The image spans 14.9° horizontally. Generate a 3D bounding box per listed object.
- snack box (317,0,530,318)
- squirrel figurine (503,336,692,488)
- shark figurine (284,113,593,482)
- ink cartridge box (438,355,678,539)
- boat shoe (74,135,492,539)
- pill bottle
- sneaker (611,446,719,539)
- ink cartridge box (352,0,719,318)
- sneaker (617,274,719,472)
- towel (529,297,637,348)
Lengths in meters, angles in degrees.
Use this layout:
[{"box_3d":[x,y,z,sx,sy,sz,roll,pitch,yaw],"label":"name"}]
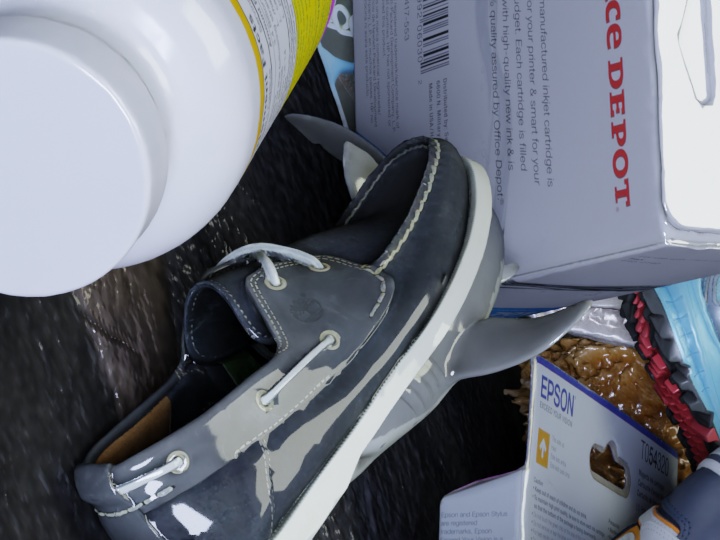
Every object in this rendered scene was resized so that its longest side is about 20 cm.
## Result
[{"box_3d":[0.029,-0.059,1.212,0.116,0.037,0.200,-34,106,-71],"label":"snack box"},{"box_3d":[0.160,0.057,1.260,0.200,0.141,0.187,-27,144,-48],"label":"squirrel figurine"},{"box_3d":[0.013,-0.015,0.994,0.090,0.128,0.215,53,23,-20],"label":"shark figurine"},{"box_3d":[0.079,0.152,1.096,0.196,0.043,0.200,34,55,-62],"label":"ink cartridge box"},{"box_3d":[-0.019,0.018,0.866,0.068,0.072,0.200,48,51,-17],"label":"boat shoe"},{"box_3d":[-0.072,-0.065,0.801,0.200,0.104,0.104,-65,135,-64],"label":"pill bottle"},{"box_3d":[0.133,0.132,1.084,0.078,0.079,0.200,45,-11,23],"label":"sneaker"},{"box_3d":[0.083,-0.065,1.068,0.086,0.200,0.147,4,80,-34],"label":"ink cartridge box"},{"box_3d":[0.185,0.066,1.140,0.200,0.095,0.079,63,-3,-32],"label":"sneaker"},{"box_3d":[0.142,-0.060,1.191,0.034,0.132,0.200,121,-20,-79],"label":"towel"}]
